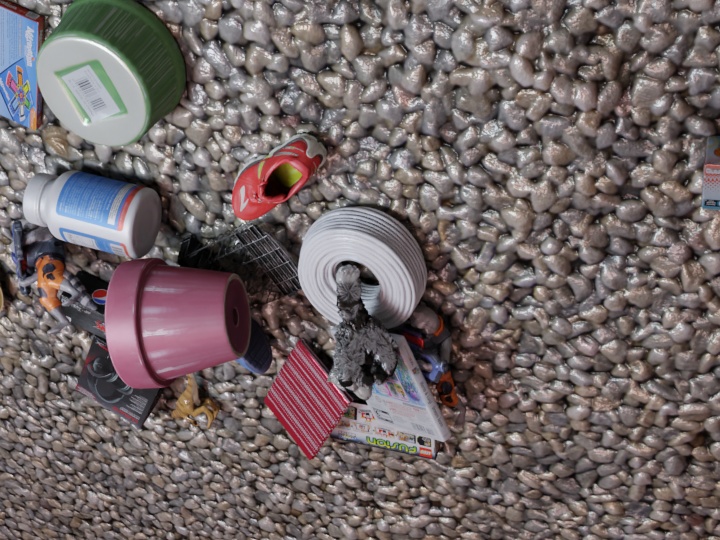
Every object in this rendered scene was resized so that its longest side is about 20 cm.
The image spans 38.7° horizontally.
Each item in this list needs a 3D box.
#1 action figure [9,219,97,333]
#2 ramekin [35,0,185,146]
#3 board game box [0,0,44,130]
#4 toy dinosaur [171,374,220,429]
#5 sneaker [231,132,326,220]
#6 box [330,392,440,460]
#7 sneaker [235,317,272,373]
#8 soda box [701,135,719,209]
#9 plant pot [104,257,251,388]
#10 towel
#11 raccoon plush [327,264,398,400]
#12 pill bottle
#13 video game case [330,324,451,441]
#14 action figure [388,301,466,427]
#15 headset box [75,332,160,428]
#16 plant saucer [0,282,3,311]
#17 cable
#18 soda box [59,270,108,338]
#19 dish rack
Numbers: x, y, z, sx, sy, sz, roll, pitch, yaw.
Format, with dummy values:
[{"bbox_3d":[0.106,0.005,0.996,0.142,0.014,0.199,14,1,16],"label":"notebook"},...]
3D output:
[{"bbox_3d":[-0.519,0.001,1.709,0.196,0.103,0.200,65,156,17],"label":"action figure"},{"bbox_3d":[-0.352,-0.271,1.428,0.196,0.098,0.202,12,134,13],"label":"ramekin"},{"bbox_3d":[-0.521,-0.309,1.528,0.101,0.020,0.202,25,135,4],"label":"board game box"},{"bbox_3d":[-0.312,0.241,1.898,0.105,0.061,0.201,27,135,1],"label":"toy dinosaur"},{"bbox_3d":[-0.131,-0.124,1.470,0.077,0.086,0.199,41,133,-14],"label":"sneaker"},{"bbox_3d":[0.038,0.261,1.775,0.196,0.035,0.111,10,133,16],"label":"box"},{"bbox_3d":[-0.234,0.105,1.735,0.199,0.074,0.082,41,133,-3],"label":"sneaker"},{"bbox_3d":[0.507,-0.110,1.211,0.196,0.064,0.069,7,132,20],"label":"soda box"},{"bbox_3d":[-0.270,0.076,1.577,0.175,0.202,0.202,-5,129,13],"label":"plant pot"},{"bbox_3d":[-0.093,0.225,1.777,0.145,0.022,0.201,48,137,16],"label":"towel"},{"bbox_3d":[-0.006,0.094,1.530,0.095,0.205,0.134,-1,179,-17],"label":"raccoon plush"},{"bbox_3d":[-0.422,-0.094,1.611,0.196,0.113,0.114,14,134,12],"label":"pill bottle"},{"bbox_3d":[0.045,0.174,1.614,0.199,0.024,0.184,5,125,59],"label":"video game case"},{"bbox_3d":[0.094,0.133,1.620,0.199,0.104,0.196,29,137,42],"label":"action figure"},{"bbox_3d":[-0.432,0.190,1.892,0.147,0.078,0.201,32,133,-2],"label":"headset box"},{"bbox_3d":[-0.738,0.005,1.895,0.196,0.036,0.203,13,133,14],"label":"plant saucer"},{"bbox_3d":[0.000,0.000,1.529,0.196,0.070,0.203,7,131,23],"label":"cable"},{"bbox_3d":[-0.424,0.081,1.796,0.197,0.071,0.064,25,134,1],"label":"soda box"},{"bbox_3d":[-0.185,-0.006,1.626,0.198,0.055,0.154,-21,120,34],"label":"dish rack"}]
